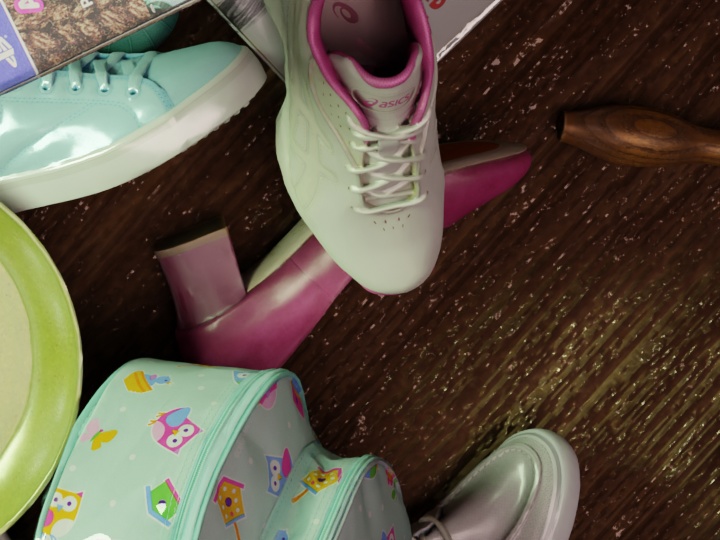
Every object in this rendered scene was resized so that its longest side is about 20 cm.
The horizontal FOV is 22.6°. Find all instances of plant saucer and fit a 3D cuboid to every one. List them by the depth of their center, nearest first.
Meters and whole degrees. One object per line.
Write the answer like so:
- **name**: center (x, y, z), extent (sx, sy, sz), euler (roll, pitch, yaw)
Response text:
- **plant saucer**: center (-0.226, 0.044, 0.805), extent (0.200, 0.031, 0.200), euler (-3, 102, -15)

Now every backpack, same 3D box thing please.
- **backpack**: center (-0.065, 0.141, 0.855), extent (0.176, 0.153, 0.200), euler (-66, 147, -35)

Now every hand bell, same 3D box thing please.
- **hand bell**: center (0.203, -0.063, 0.966), extent (0.200, 0.104, 0.104), euler (7, 109, -7)

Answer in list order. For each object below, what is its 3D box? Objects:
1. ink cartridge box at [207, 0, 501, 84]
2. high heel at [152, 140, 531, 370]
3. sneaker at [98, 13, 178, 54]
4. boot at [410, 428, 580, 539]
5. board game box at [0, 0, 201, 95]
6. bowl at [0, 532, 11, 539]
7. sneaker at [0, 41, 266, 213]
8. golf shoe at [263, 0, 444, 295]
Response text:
- **ink cartridge box**: center (-0.027, -0.183, 0.828), extent (0.146, 0.084, 0.200), euler (-42, 117, 3)
- **high heel**: center (0.000, 0.000, 0.918), extent (0.200, 0.067, 0.096), euler (-18, 106, 5)
- **sneaker**: center (-0.157, -0.160, 0.794), extent (0.200, 0.080, 0.071), euler (39, 93, -25)
- **boot**: center (0.036, 0.167, 0.982), extent (0.096, 0.074, 0.200), euler (20, 106, -45)
- **board game box**: center (-0.084, -0.180, 0.657), extent (0.200, 0.097, 0.160), euler (-27, 106, -8)
- **bowl**: center (-0.273, 0.156, 0.888), extent (0.200, 0.075, 0.200), euler (-29, 116, -6)
- **sneaker**: center (-0.145, -0.077, 0.817), extent (0.200, 0.074, 0.082), euler (-19, 115, 8)
- **golf shoe**: center (0.001, -0.068, 0.787), extent (0.075, 0.092, 0.200), euler (-17, 119, -7)
